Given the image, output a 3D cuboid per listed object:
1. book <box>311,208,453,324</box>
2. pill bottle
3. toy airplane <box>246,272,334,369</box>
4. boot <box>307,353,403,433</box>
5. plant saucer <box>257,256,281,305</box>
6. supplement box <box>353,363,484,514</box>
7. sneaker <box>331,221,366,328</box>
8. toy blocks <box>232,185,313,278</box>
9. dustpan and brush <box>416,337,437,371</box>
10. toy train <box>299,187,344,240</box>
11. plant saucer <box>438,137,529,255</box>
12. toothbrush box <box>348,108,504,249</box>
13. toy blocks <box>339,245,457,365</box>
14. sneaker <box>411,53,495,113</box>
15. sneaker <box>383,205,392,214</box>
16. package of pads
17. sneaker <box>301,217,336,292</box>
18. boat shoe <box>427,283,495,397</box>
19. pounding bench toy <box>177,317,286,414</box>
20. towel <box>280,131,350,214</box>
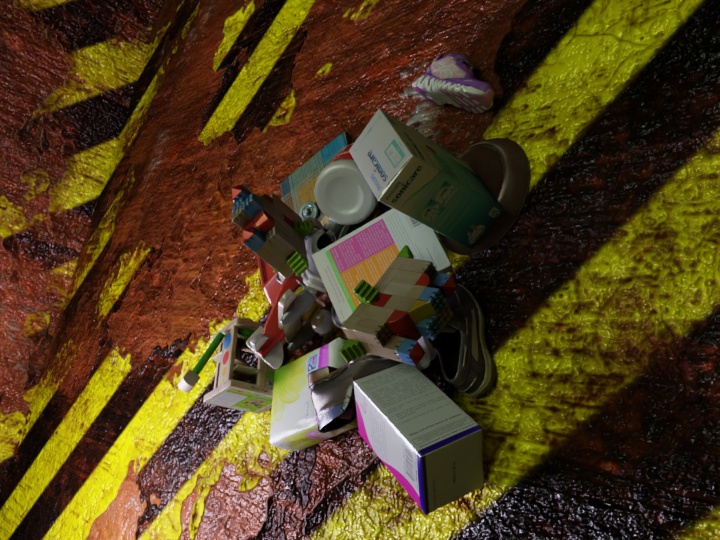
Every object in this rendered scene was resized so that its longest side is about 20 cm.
[{"bbox_3d":[0.033,-0.015,1.261,0.198,0.048,0.135,-28,72,8],"label":"book"},{"bbox_3d":[-0.005,-0.166,1.395,0.112,0.112,0.200,-47,6,27],"label":"pill bottle"},{"bbox_3d":[-0.119,0.089,1.415,0.200,0.140,0.201,-60,-13,-66],"label":"toy airplane"},{"bbox_3d":[-0.001,0.189,1.218,0.199,0.074,0.098,-25,61,37],"label":"boot"},{"bbox_3d":[-0.166,-0.060,1.684,0.200,0.036,0.201,-47,39,27],"label":"plant saucer"},{"bbox_3d":[0.078,0.228,1.094,0.200,0.102,0.102,38,140,54],"label":"supplement box"},{"bbox_3d":[0.000,0.000,1.364,0.106,0.074,0.203,151,125,-71],"label":"sneaker"},{"bbox_3d":[-0.162,-0.080,1.337,0.100,0.136,0.201,-41,29,16],"label":"toy blocks"},{"bbox_3d":[0.078,0.088,1.259,0.139,0.057,0.202,-40,49,45],"label":"dustpan and brush"},{"bbox_3d":[-0.065,-0.088,1.519,0.114,0.085,0.201,43,105,30],"label":"toy train"},{"bbox_3d":[0.183,-0.125,1.242,0.199,0.034,0.202,-30,49,41],"label":"plant saucer"},{"bbox_3d":[0.098,-0.136,1.160,0.086,0.199,0.147,-52,37,21],"label":"toothbrush box"},{"bbox_3d":[0.070,0.056,1.129,0.136,0.100,0.200,8,51,47],"label":"toy blocks"},{"bbox_3d":[0.170,-0.333,1.345,0.089,0.080,0.200,-57,33,1],"label":"sneaker"},{"bbox_3d":[0.060,-0.114,1.361,0.070,0.082,0.202,33,99,53],"label":"sneaker"},{"bbox_3d":[-0.081,0.227,1.375,0.199,0.068,0.156,-30,47,42],"label":"package of pads"},{"bbox_3d":[-0.067,-0.045,1.395,0.082,0.074,0.201,-56,29,24],"label":"sneaker"},{"bbox_3d":[0.140,0.090,1.143,0.075,0.073,0.201,-45,40,29],"label":"boat shoe"},{"bbox_3d":[-0.250,0.172,1.512,0.124,0.198,0.158,-33,47,48],"label":"pounding bench toy"},{"bbox_3d":[-0.091,-0.191,1.634,0.199,0.022,0.148,-36,43,25],"label":"towel"}]
